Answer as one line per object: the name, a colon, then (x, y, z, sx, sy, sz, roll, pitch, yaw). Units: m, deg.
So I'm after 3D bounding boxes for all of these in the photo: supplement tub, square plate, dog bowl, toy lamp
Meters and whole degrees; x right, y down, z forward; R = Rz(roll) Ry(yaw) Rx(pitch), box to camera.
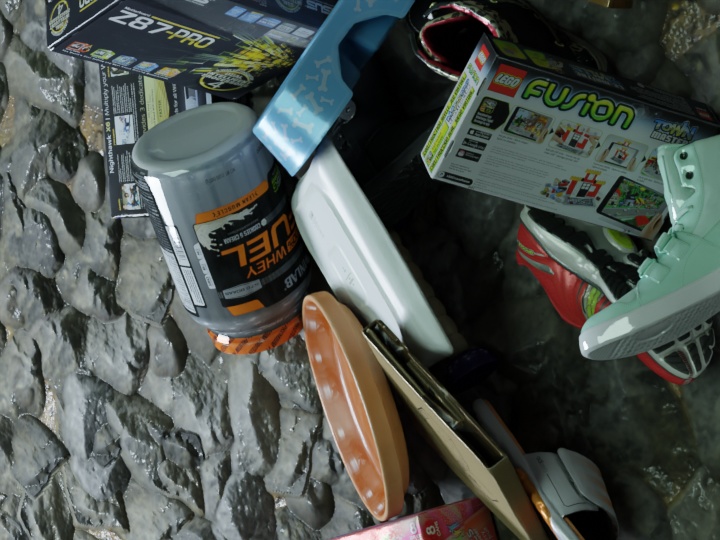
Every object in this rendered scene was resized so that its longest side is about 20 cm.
supplement tub: (-0.116, -0.034, 1.740, 0.122, 0.122, 0.201, 10, 131, 41)
square plate: (0.000, 0.000, 1.639, 0.199, 0.028, 0.200, 59, 167, 4)
dog bowl: (-0.018, -0.170, 1.582, 0.049, 0.201, 0.111, 34, 165, -6)
toy lamp: (0.044, 0.010, 1.681, 0.058, 0.058, 0.201, -45, 65, 36)

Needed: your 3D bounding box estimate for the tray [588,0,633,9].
tray: (0.134, -0.278, 1.534, 0.199, 0.037, 0.099, 27, 112, 36)

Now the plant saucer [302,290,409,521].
plant saucer: (-0.001, 0.112, 1.688, 0.200, 0.032, 0.202, 161, 90, -78)

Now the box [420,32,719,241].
box: (0.157, -0.096, 1.474, 0.111, 0.199, 0.035, -62, 28, 27)

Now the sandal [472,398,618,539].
sandal: (0.157, 0.162, 1.585, 0.059, 0.079, 0.207, -35, 50, 1)

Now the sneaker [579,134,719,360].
sneaker: (0.227, -0.023, 1.457, 0.200, 0.074, 0.119, -32, 71, 2)

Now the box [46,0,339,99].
box: (-0.136, -0.208, 1.653, 0.161, 0.199, 0.050, -25, 62, 44)

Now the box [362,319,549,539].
box: (0.080, 0.137, 1.588, 0.021, 0.200, 0.164, -39, 59, -7)

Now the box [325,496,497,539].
box: (0.022, 0.268, 1.704, 0.199, 0.094, 0.103, -21, 80, 42)

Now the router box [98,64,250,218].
router box: (-0.174, -0.152, 1.864, 0.156, 0.052, 0.202, -1, 94, 43)

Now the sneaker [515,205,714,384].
sneaker: (0.196, 0.022, 1.547, 0.200, 0.077, 0.085, 48, 144, 29)

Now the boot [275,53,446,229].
boot: (0.022, -0.155, 1.680, 0.164, 0.066, 0.201, -35, 54, 14)

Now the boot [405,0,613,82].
boot: (0.083, -0.188, 1.551, 0.203, 0.153, 0.074, 32, 105, 36)
